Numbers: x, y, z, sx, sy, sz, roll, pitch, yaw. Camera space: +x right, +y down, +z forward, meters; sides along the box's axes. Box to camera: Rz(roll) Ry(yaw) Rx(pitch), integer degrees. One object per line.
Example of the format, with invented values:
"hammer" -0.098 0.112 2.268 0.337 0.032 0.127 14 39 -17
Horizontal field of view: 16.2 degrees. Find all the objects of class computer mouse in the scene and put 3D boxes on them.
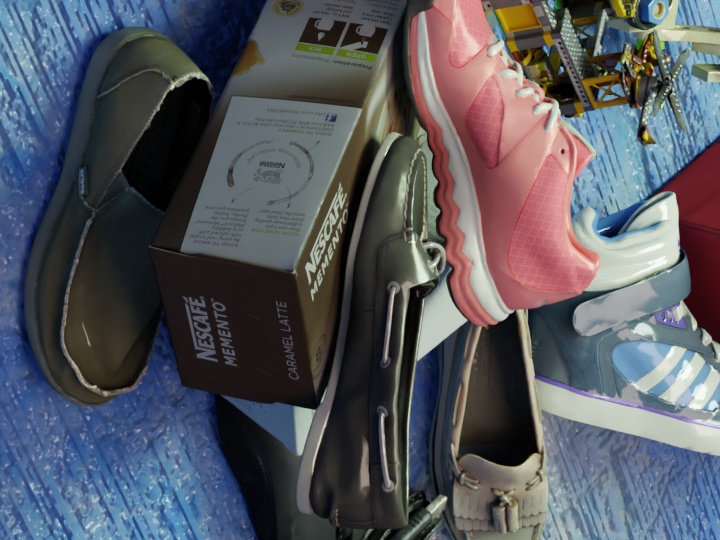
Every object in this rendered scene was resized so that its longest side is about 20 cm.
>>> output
"computer mouse" -0.018 0.117 1.462 0.138 0.053 0.201 -38 124 -27

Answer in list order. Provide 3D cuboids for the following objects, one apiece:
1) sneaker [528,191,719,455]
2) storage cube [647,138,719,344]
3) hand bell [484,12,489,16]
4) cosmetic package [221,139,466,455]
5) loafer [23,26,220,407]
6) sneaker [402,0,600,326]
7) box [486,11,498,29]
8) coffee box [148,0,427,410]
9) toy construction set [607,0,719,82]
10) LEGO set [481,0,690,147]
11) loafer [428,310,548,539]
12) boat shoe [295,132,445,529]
"sneaker" 0.199 0.029 1.585 0.199 0.081 0.147 12 101 -20
"storage cube" 0.315 -0.005 1.640 0.171 0.179 0.201 -41 125 -26
"hand bell" 0.019 -0.181 1.337 0.200 0.104 0.105 40 75 -53
"cosmetic package" 0.000 0.000 1.403 0.200 0.101 0.072 -37 146 -27
"loafer" -0.121 -0.024 1.318 0.075 0.069 0.201 3 99 -42
"sneaker" 0.078 -0.075 1.324 0.074 0.086 0.202 -47 127 -71
"box" 0.034 -0.202 1.420 0.200 0.051 0.158 -47 129 -21
"coffee box" -0.032 -0.044 1.313 0.115 0.079 0.201 81 25 -49
"toy construction set" 0.206 -0.203 1.555 0.131 0.092 0.202 -9 97 -40
"LEGO set" 0.135 -0.177 1.370 0.154 0.115 0.201 -67 142 -47
"loafer" 0.079 0.096 1.524 0.071 0.063 0.201 -6 105 -7
"boat shoe" 0.018 0.033 1.284 0.067 0.057 0.201 24 79 -76
